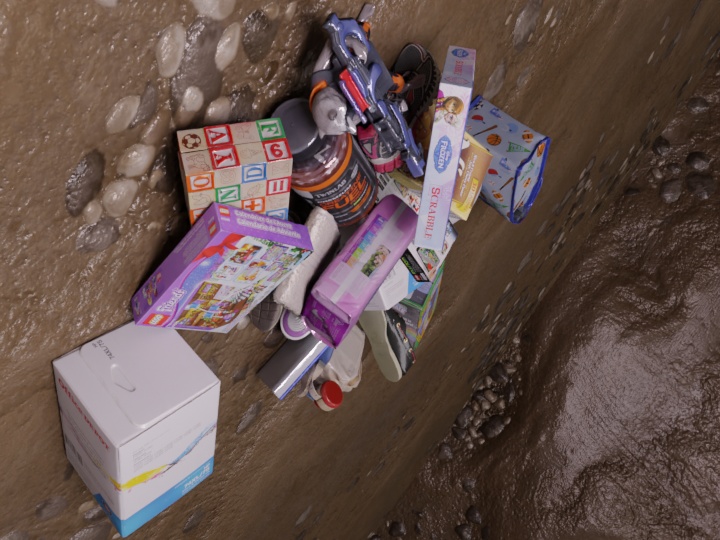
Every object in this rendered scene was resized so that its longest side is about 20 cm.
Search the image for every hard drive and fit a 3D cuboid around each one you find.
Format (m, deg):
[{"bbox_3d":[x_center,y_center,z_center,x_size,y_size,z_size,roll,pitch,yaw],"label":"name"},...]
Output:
[{"bbox_3d":[-0.090,0.124,1.134,0.200,0.025,0.131,-48,-162,-12],"label":"hard drive"}]

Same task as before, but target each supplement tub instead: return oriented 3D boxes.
[{"bbox_3d":[-0.049,-0.139,0.851,0.108,0.106,0.200,-51,156,-1],"label":"supplement tub"}]

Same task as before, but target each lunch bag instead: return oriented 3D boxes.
[{"bbox_3d":[0.255,-0.197,1.245,0.123,0.169,0.202,-41,152,-19],"label":"lunch bag"}]

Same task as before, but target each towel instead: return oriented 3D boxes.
[{"bbox_3d":[-0.069,-0.002,0.916,0.200,0.034,0.136,71,42,-81],"label":"towel"}]

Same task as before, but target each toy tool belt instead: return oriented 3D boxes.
[{"bbox_3d":[-0.065,0.183,1.194,0.122,0.124,0.203,-34,-155,36],"label":"toy tool belt"}]

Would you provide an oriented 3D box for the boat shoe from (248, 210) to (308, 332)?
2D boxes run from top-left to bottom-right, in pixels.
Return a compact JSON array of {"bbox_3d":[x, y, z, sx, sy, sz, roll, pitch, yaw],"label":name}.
[{"bbox_3d":[-0.113,0.004,0.969,0.072,0.074,0.204,-22,143,-47],"label":"boat shoe"}]

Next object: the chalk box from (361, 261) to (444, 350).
[{"bbox_3d":[0.081,0.035,1.265,0.125,0.122,0.203,-58,164,-35],"label":"chalk box"}]

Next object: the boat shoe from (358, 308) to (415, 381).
[{"bbox_3d":[0.046,0.103,1.214,0.063,0.073,0.206,-36,115,-33],"label":"boat shoe"}]

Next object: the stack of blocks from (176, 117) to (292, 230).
[{"bbox_3d":[-0.144,-0.077,0.766,0.112,0.060,0.202,-12,151,-16],"label":"stack of blocks"}]

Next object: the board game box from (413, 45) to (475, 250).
[{"bbox_3d":[0.110,-0.163,0.852,0.201,0.040,0.205,-72,170,-58],"label":"board game box"}]

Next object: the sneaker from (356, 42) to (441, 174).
[{"bbox_3d":[0.053,-0.233,0.893,0.075,0.079,0.205,44,53,-42],"label":"sneaker"}]

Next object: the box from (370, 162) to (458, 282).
[{"bbox_3d":[0.077,-0.091,1.059,0.201,0.034,0.111,52,57,-27],"label":"box"}]

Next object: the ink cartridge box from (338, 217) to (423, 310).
[{"bbox_3d":[0.026,-0.052,1.080,0.115,0.066,0.205,-30,107,-38],"label":"ink cartridge box"}]

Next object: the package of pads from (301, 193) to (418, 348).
[{"bbox_3d":[0.000,0.000,0.926,0.202,0.075,0.121,-54,175,-30],"label":"package of pads"}]

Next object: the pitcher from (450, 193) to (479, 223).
[{"bbox_3d":[0.122,-0.122,1.182,0.169,0.122,0.202,-23,155,-37],"label":"pitcher"}]

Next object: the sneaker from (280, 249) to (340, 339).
[{"bbox_3d":[-0.069,0.032,1.116,0.201,0.075,0.100,-48,179,-16],"label":"sneaker"}]

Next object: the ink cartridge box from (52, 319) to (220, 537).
[{"bbox_3d":[-0.279,0.191,0.833,0.144,0.146,0.203,-29,148,-39],"label":"ink cartridge box"}]

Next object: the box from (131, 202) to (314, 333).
[{"bbox_3d":[-0.166,0.005,0.788,0.135,0.040,0.199,10,139,-46],"label":"box"}]

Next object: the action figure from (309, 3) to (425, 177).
[{"bbox_3d":[0.007,-0.201,0.775,0.203,0.103,0.194,60,41,-19],"label":"action figure"}]

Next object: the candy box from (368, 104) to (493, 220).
[{"bbox_3d":[0.111,-0.175,1.019,0.198,0.055,0.118,29,84,-36],"label":"candy box"}]
